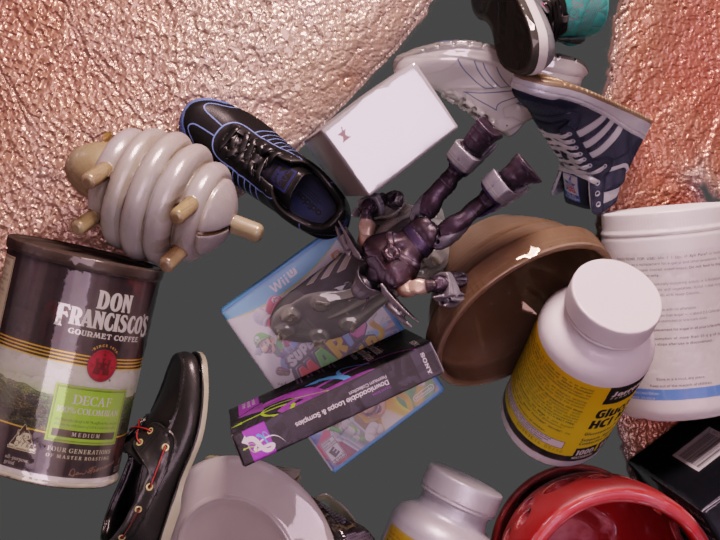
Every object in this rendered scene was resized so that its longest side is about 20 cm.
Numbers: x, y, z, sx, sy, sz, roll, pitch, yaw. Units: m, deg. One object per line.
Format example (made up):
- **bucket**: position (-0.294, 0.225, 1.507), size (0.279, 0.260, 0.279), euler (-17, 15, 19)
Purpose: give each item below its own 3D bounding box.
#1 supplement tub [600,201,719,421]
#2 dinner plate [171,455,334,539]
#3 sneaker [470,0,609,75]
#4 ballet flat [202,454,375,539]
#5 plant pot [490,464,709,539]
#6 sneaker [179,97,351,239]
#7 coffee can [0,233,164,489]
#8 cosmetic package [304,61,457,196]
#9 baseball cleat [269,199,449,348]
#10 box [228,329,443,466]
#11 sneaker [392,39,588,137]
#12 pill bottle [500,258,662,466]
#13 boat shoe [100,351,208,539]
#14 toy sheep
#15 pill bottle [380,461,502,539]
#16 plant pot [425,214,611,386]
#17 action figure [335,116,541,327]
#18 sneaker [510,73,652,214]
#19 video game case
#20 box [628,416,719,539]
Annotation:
- **supplement tub**: position (0.309, 0.038, 1.151), size (0.130, 0.132, 0.203), euler (-6, 95, -7)
- **dinner plate**: position (-0.115, 0.278, 1.114), size (0.197, 0.024, 0.204), euler (4, 100, 22)
- **sneaker**: position (0.182, -0.240, 1.097), size (0.119, 0.201, 0.085), euler (0, 125, -10)
- **ballet flat**: position (-0.065, 0.235, 1.141), size (0.199, 0.072, 0.073), euler (33, 89, 14)
- **plant pot**: position (0.222, 0.290, 1.126), size (0.197, 0.182, 0.204), euler (-1, 94, -8)
- **sneaker**: position (-0.090, -0.102, 1.110), size (0.199, 0.078, 0.071), euler (35, 85, -2)
- **coffee can**: position (-0.273, 0.081, 1.067), size (0.144, 0.146, 0.203), euler (13, 92, -8)
- **cosmetic package**: position (0.013, -0.125, 1.067), size (0.101, 0.200, 0.072), euler (-37, 97, -3)
- **baseball cleat**: position (0.000, 0.000, 1.126), size (0.198, 0.107, 0.070), euler (-24, 129, 19)
- **box**: position (-0.028, 0.114, 1.086), size (0.198, 0.143, 0.037), euler (-23, 95, -6)
- **sneaker**: position (0.128, -0.180, 1.146), size (0.197, 0.075, 0.089), euler (7, 97, -7)
- **pill bottle**: position (0.209, 0.087, 1.091), size (0.111, 0.201, 0.114), euler (6, 49, -7)
- **boat shoe**: position (-0.195, 0.173, 1.111), size (0.062, 0.073, 0.204), euler (18, 88, -27)
- **toy sheep**: position (-0.183, -0.065, 1.076), size (0.198, 0.138, 0.139), euler (26, 90, 5)
- **pill bottle**: position (0.065, 0.299, 1.141), size (0.111, 0.112, 0.202), euler (23, 90, -8)
- **plant pot**: position (0.138, 0.014, 1.125), size (0.199, 0.202, 0.093), euler (-30, 57, -5)
- **action figure**: position (0.062, -0.037, 1.015), size (0.200, 0.069, 0.130), euler (-42, 83, 11)
- **sneaker**: position (0.203, -0.121, 1.122), size (0.198, 0.070, 0.110), euler (12, 104, -44)
- **video game case**: position (-0.027, 0.080, 1.164), size (0.142, 0.018, 0.201), euler (-35, 97, -4)
- **box**: position (0.391, 0.254, 1.139), size (0.123, 0.200, 0.198), euler (-35, 97, -3)
